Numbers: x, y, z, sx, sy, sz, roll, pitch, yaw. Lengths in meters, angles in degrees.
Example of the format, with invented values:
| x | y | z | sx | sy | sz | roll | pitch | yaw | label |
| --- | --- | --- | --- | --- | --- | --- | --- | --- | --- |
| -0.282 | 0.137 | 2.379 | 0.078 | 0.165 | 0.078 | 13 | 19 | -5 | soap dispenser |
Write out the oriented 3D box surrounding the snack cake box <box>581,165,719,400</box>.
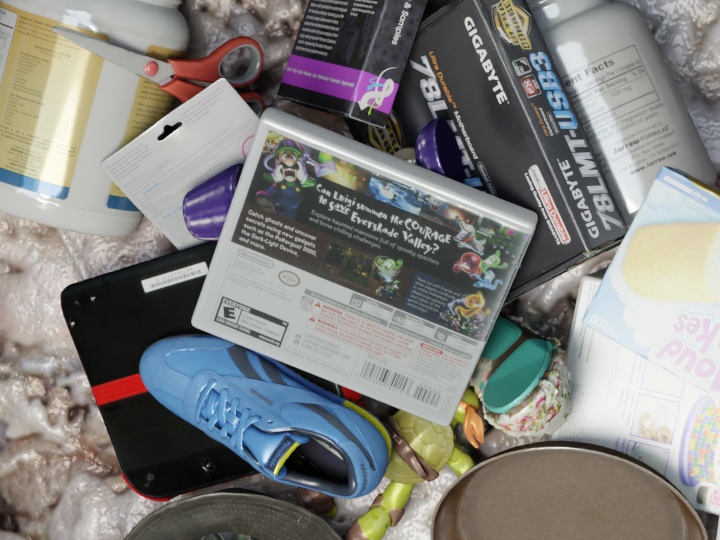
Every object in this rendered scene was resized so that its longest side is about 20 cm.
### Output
| x | y | z | sx | sy | sz | roll | pitch | yaw | label |
| --- | --- | --- | --- | --- | --- | --- | --- | --- | --- |
| 0.255 | 0.031 | 1.521 | 0.199 | 0.067 | 0.116 | 29 | 98 | 14 | snack cake box |

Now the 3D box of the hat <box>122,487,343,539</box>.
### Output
| x | y | z | sx | sy | sz | roll | pitch | yaw | label |
| --- | --- | --- | --- | --- | --- | --- | --- | --- | --- |
| -0.101 | 0.217 | 1.779 | 0.199 | 0.081 | 0.202 | -3 | 127 | -3 | hat |

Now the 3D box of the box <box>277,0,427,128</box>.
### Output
| x | y | z | sx | sy | sz | roll | pitch | yaw | label |
| --- | --- | --- | --- | --- | --- | --- | --- | --- | --- |
| 0.010 | -0.207 | 1.705 | 0.036 | 0.143 | 0.202 | 17 | 93 | -24 | box |

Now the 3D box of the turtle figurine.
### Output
| x | y | z | sx | sy | sz | roll | pitch | yaw | label |
| --- | --- | --- | --- | --- | --- | --- | --- | --- | --- |
| 0.041 | 0.143 | 1.758 | 0.161 | 0.064 | 0.200 | -45 | 83 | 12 | turtle figurine |

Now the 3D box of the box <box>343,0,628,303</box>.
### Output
| x | y | z | sx | sy | sz | roll | pitch | yaw | label |
| --- | --- | --- | --- | --- | --- | --- | --- | --- | --- |
| 0.082 | -0.078 | 1.686 | 0.198 | 0.049 | 0.201 | -29 | 84 | 58 | box |

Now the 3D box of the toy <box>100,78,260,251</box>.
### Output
| x | y | z | sx | sy | sz | roll | pitch | yaw | label |
| --- | --- | --- | --- | --- | --- | --- | --- | --- | --- |
| -0.082 | -0.048 | 1.748 | 0.115 | 0.047 | 0.200 | -33 | 116 | 16 | toy |

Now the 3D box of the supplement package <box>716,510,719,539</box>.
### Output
| x | y | z | sx | sy | sz | roll | pitch | yaw | label |
| --- | --- | --- | --- | --- | --- | --- | --- | --- | --- |
| 0.311 | 0.092 | 1.604 | 0.120 | 0.120 | 0.202 | 7 | 93 | 14 | supplement package |

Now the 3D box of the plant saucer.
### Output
| x | y | z | sx | sy | sz | roll | pitch | yaw | label |
| --- | --- | --- | --- | --- | --- | --- | --- | --- | --- |
| 0.150 | 0.188 | 1.707 | 0.198 | 0.032 | 0.201 | 7 | 132 | 8 | plant saucer |

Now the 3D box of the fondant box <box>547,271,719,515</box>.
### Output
| x | y | z | sx | sy | sz | roll | pitch | yaw | label |
| --- | --- | --- | --- | --- | --- | --- | --- | --- | --- |
| 0.242 | 0.093 | 1.711 | 0.198 | 0.058 | 0.146 | 13 | 95 | 13 | fondant box |

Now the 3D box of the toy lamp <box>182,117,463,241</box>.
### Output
| x | y | z | sx | sy | sz | roll | pitch | yaw | label |
| --- | --- | --- | --- | --- | --- | --- | --- | --- | --- |
| -0.030 | -0.060 | 1.668 | 0.198 | 0.058 | 0.059 | -14 | 90 | 19 | toy lamp |

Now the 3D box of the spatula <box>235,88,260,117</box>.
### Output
| x | y | z | sx | sy | sz | roll | pitch | yaw | label |
| --- | --- | --- | --- | --- | --- | --- | --- | --- | --- |
| -0.039 | -0.069 | 1.788 | 0.200 | 0.021 | 0.057 | 47 | 117 | 10 | spatula |

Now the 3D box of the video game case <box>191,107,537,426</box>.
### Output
| x | y | z | sx | sy | sz | roll | pitch | yaw | label |
| --- | --- | --- | --- | --- | --- | --- | --- | --- | --- |
| 0.000 | 0.000 | 1.652 | 0.199 | 0.023 | 0.183 | 22 | 124 | 0 | video game case |

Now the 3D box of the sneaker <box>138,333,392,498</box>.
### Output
| x | y | z | sx | sy | sz | roll | pitch | yaw | label |
| --- | --- | --- | --- | --- | --- | --- | --- | --- | --- |
| -0.074 | 0.103 | 1.697 | 0.199 | 0.078 | 0.066 | 25 | 111 | 11 | sneaker |

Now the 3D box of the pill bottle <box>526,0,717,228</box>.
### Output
| x | y | z | sx | sy | sz | roll | pitch | yaw | label |
| --- | --- | --- | --- | --- | --- | --- | --- | --- | --- |
| 0.161 | -0.128 | 1.690 | 0.114 | 0.114 | 0.201 | -25 | 87 | 13 | pill bottle |

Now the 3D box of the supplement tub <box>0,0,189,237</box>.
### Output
| x | y | z | sx | sy | sz | roll | pitch | yaw | label |
| --- | --- | --- | --- | --- | --- | --- | --- | --- | --- |
| -0.207 | -0.138 | 1.763 | 0.144 | 0.145 | 0.202 | 17 | 96 | 12 | supplement tub |

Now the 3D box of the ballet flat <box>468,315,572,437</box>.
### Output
| x | y | z | sx | sy | sz | roll | pitch | yaw | label |
| --- | --- | --- | --- | --- | --- | --- | --- | --- | --- |
| 0.118 | 0.080 | 1.678 | 0.075 | 0.200 | 0.064 | -39 | 104 | 6 | ballet flat |

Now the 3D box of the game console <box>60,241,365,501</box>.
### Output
| x | y | z | sx | sy | sz | roll | pitch | yaw | label |
| --- | --- | --- | --- | --- | --- | --- | --- | --- | --- |
| -0.107 | 0.069 | 1.756 | 0.199 | 0.031 | 0.178 | -17 | 98 | 19 | game console |

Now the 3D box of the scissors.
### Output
| x | y | z | sx | sy | sz | roll | pitch | yaw | label |
| --- | --- | --- | --- | --- | --- | --- | --- | --- | --- |
| -0.142 | -0.135 | 1.712 | 0.014 | 0.199 | 0.074 | 21 | 106 | 44 | scissors |
